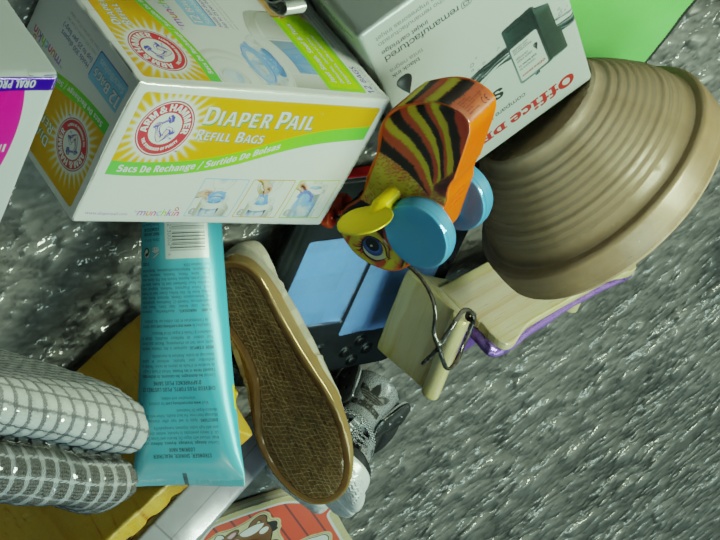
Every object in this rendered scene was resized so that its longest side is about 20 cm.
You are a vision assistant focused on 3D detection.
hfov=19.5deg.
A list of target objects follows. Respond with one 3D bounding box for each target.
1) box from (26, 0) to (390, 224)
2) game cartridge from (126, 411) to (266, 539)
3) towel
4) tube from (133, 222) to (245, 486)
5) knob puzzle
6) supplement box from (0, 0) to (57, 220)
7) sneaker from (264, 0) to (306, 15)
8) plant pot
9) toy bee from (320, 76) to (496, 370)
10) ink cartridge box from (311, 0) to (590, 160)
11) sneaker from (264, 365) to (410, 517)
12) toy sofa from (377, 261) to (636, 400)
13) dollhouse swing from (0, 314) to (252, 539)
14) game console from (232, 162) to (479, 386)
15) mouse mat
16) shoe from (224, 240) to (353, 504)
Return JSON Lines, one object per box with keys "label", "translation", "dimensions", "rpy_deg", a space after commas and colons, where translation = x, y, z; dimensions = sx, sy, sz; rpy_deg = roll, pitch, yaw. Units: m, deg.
{"label": "box", "translation": [-0.101, -0.101, 1.268], "dimensions": [0.199, 0.113, 0.102], "rpy_deg": [0, 131, -43]}
{"label": "game cartridge", "translation": [-0.127, 0.178, 1.553], "dimensions": [0.200, 0.041, 0.133], "rpy_deg": [-47, 178, -38]}
{"label": "towel", "translation": [-0.251, 0.091, 1.274], "dimensions": [0.165, 0.199, 0.086], "rpy_deg": [13, 90, -53]}
{"label": "tube", "translation": [-0.115, 0.040, 1.368], "dimensions": [0.077, 0.202, 0.050], "rpy_deg": [-2, 177, 20]}
{"label": "knob puzzle", "translation": [-0.095, 0.258, 1.795], "dimensions": [0.218, 0.031, 0.221], "rpy_deg": [-25, 145, -19]}
{"label": "supplement box", "translation": [-0.261, -0.060, 1.171], "dimensions": [0.101, 0.104, 0.201], "rpy_deg": [-7, 138, -40]}
{"label": "sneaker", "translation": [-0.036, -0.229, 1.156], "dimensions": [0.079, 0.130, 0.200], "rpy_deg": [-9, 138, -38]}
{"label": "plant pot", "translation": [0.152, -0.085, 1.488], "dimensions": [0.201, 0.201, 0.093], "rpy_deg": [-42, 118, 6]}
{"label": "toy bee", "translation": [0.021, -0.038, 1.333], "dimensions": [0.131, 0.108, 0.202], "rpy_deg": [-23, 131, -61]}
{"label": "ink cartridge box", "translation": [0.060, -0.163, 1.376], "dimensions": [0.146, 0.083, 0.200], "rpy_deg": [-36, 149, -3]}
{"label": "sneaker", "translation": [-0.011, 0.126, 1.626], "dimensions": [0.114, 0.075, 0.200], "rpy_deg": [-52, -175, -13]}
{"label": "toy sofa", "translation": [0.115, 0.027, 1.614], "dimensions": [0.199, 0.097, 0.083], "rpy_deg": [-28, 150, -44]}
{"label": "dollhouse swing", "translation": [-0.158, 0.159, 1.500], "dimensions": [0.200, 0.182, 0.176], "rpy_deg": [-42, 137, 5]}
{"label": "game console", "translation": [0.000, 0.000, 1.558], "dimensions": [0.176, 0.031, 0.201], "rpy_deg": [-13, 139, -42]}
{"label": "mouse mat", "translation": [0.159, -0.157, 1.554], "dimensions": [0.160, 0.008, 0.200], "rpy_deg": [11, 122, -50]}
{"label": "shoe", "translation": [-0.052, 0.071, 1.493], "dimensions": [0.069, 0.053, 0.201], "rpy_deg": [-16, 108, 16]}
